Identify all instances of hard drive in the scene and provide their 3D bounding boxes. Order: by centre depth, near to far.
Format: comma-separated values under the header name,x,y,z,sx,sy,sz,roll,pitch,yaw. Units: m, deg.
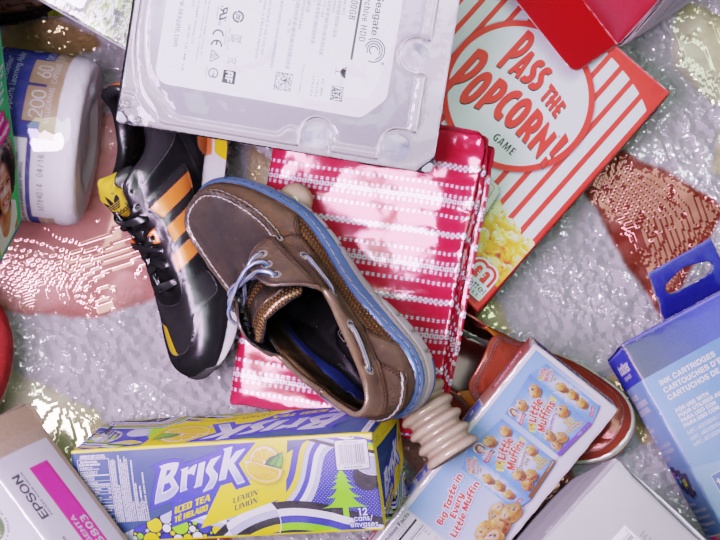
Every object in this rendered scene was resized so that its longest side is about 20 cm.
name,x,y,z,sx,sy,sz,roll,pitch,yaw
hard drive,-0.043,-0.143,1.197,0.198,0.038,0.141,10,93,-9

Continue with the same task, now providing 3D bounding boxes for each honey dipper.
name,x,y,z,sx,sy,sz,roll,pitch,yaw
honey dipper,0.007,0.030,1.220,0.038,0.038,0.201,-30,82,-6

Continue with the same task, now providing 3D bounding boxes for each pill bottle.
name,x,y,z,sx,sy,sz,roll,pitch,yaw
pill bottle,-0.274,-0.096,1.275,0.198,0.111,0.112,7,80,0

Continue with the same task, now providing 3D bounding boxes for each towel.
name,x,y,z,sx,sy,sz,roll,pitch,yaw
towel,0.000,0.000,1.249,0.143,0.022,0.202,10,91,9

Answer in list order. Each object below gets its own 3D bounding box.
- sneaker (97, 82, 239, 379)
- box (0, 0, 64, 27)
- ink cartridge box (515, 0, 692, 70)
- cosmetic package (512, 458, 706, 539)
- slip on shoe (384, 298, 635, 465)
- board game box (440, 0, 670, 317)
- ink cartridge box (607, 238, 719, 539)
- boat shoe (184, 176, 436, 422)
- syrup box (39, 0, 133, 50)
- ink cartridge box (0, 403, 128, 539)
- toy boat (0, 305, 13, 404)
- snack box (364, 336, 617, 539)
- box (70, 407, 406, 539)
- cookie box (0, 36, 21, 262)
name,x,y,z,sx,sy,sz,roll,pitch,yaw
sneaker,-0.133,-0.029,1.270,0.090,0.070,0.202,7,71,-37
box,-0.193,-0.207,1.316,0.198,0.075,0.051,-10,79,-2
ink cartridge box,0.156,-0.261,1.299,0.175,0.084,0.200,-35,83,-28
cosmetic package,0.151,0.185,1.193,0.107,0.200,0.090,43,84,3
slip on shoe,0.087,0.070,1.279,0.199,0.061,0.074,26,80,3
board game box,0.086,-0.092,1.314,0.151,0.046,0.200,41,82,5
ink cartridge box,0.254,0.082,1.275,0.136,0.076,0.201,-28,80,-6
boat shoe,-0.042,0.014,1.185,0.200,0.072,0.073,40,116,21
syrup box,-0.137,-0.179,1.241,0.199,0.081,0.079,29,94,-9
ink cartridge box,-0.216,0.213,1.210,0.165,0.075,0.200,-42,82,24
toy boat,-0.318,0.036,1.242,0.199,0.131,0.131,31,81,4
snack box,0.075,0.143,1.253,0.072,0.024,0.200,38,96,-9
box,-0.075,0.128,1.229,0.198,0.070,0.065,-4,101,15
cookie box,-0.301,-0.102,1.166,0.170,0.075,0.201,1,120,3
